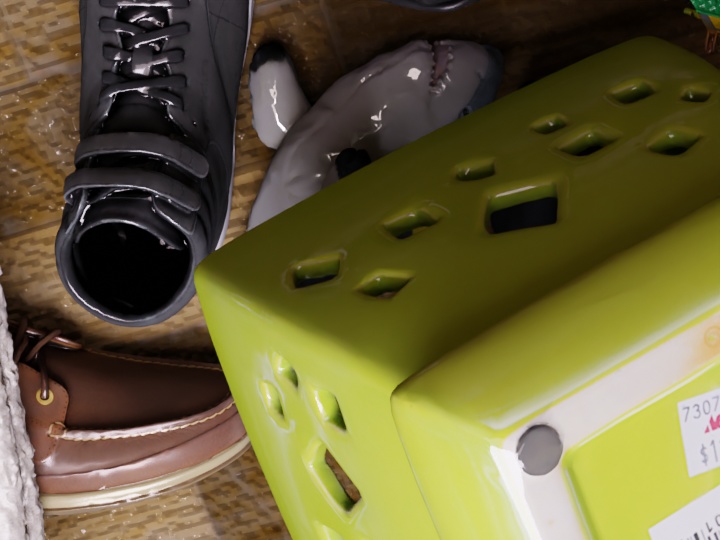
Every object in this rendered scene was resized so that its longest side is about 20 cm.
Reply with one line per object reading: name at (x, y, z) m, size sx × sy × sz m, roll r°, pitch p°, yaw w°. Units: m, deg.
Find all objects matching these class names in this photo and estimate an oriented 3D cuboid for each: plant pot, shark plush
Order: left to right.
shark plush at (0.000, 0.000, 0.936) m, size 0.083 × 0.091 × 0.201 m, roll -4°, pitch 115°, yaw -30°
plant pot at (0.088, 0.057, 0.768) m, size 0.199 × 0.181 × 0.200 m, roll -28°, pitch 111°, yaw -15°

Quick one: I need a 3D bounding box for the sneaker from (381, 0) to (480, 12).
sneaker at (0.052, -0.130, 0.846) m, size 0.199 × 0.100 × 0.070 m, roll -7°, pitch 116°, yaw 2°

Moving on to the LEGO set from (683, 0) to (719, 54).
LEGO set at (0.197, -0.147, 0.822) m, size 0.153 × 0.116 × 0.201 m, roll 8°, pitch 86°, yaw 16°

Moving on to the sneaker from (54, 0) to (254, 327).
sneaker at (-0.079, -0.069, 0.883) m, size 0.070 × 0.099 × 0.201 m, roll 2°, pitch 115°, yaw 3°

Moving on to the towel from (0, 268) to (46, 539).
towel at (-0.193, 0.084, 0.932) m, size 0.132 × 0.034 × 0.201 m, roll -1°, pitch 109°, yaw 12°

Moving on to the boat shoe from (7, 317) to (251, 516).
boat shoe at (-0.143, 0.057, 0.963) m, size 0.199 × 0.072 × 0.068 m, roll -3°, pitch 118°, yaw 6°

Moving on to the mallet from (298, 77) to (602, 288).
mallet at (0.020, -0.009, 0.879) m, size 0.041 × 0.200 × 0.066 m, roll 33°, pitch 137°, yaw 33°
